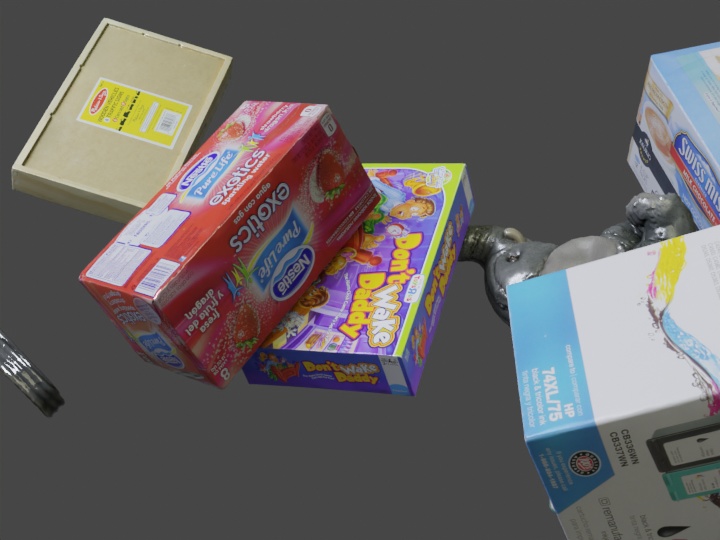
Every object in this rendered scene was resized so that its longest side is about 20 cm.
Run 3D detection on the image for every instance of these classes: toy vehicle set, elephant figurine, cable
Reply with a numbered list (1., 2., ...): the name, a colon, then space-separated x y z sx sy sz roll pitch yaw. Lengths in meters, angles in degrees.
1. toy vehicle set: -0.197 -0.129 0.975 0.123 0.027 0.201 18 51 0
2. elephant figurine: 0.165 0.020 0.901 0.198 0.155 0.143 -13 99 -10
3. cable: -0.291 0.036 0.806 0.050 0.097 0.200 -39 89 -24

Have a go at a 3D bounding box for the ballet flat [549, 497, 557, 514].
1. ballet flat: 0.234 0.140 0.847 0.198 0.072 0.072 -4 54 -16

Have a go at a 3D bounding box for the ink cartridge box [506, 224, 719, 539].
1. ink cartridge box: 0.214 0.079 0.743 0.198 0.147 0.147 -17 37 15

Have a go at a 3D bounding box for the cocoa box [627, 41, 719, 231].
1. cocoa box: 0.335 -0.087 0.982 0.132 0.132 0.201 -12 51 -7

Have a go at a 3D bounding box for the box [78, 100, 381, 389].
1. box: -0.091 -0.025 0.830 0.099 0.096 0.200 11 53 44

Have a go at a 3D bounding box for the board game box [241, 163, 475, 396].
1. board game box: 0.000 0.000 0.877 0.133 0.045 0.201 2 47 22
